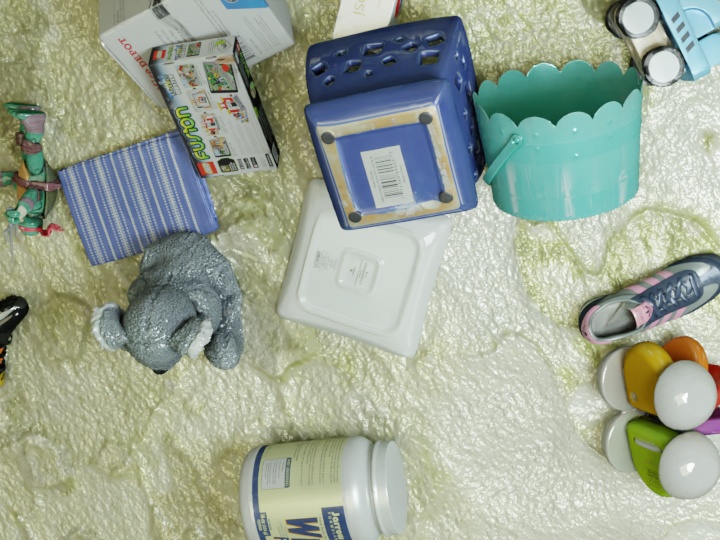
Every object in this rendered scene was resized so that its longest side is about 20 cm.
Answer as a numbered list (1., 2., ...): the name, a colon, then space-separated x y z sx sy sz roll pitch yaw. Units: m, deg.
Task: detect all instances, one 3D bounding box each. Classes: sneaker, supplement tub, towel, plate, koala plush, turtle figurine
1. sneaker: 0.366 0.043 1.539 0.199 0.082 0.070 -27 96 15
2. supplement tub: -0.048 0.296 1.644 0.199 0.145 0.146 -8 101 13
3. towel: -0.299 -0.097 1.674 0.199 0.024 0.145 -15 101 16
4. sneaker: -0.521 0.117 1.746 0.200 0.070 0.090 -38 108 17
5. plate: 0.000 0.000 1.628 0.199 0.032 0.200 17 106 7
6. koala plush: -0.250 0.058 1.595 0.177 0.200 0.185 10 110 9
7. turtle figurine: -0.454 -0.119 1.661 0.149 0.100 0.201 22 109 48

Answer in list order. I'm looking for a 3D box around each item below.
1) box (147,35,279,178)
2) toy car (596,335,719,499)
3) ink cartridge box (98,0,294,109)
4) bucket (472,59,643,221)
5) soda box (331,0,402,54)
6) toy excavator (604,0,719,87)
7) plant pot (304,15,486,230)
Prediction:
1. box: -0.180 -0.201 1.557 0.110 0.035 0.200 -5 140 12
2. toy car: 0.395 0.178 1.541 0.149 0.175 0.201 -12 102 -24
3. ink cartridge box: -0.204 -0.309 1.538 0.199 0.084 0.145 -23 139 15
4. bucket: 0.235 -0.154 1.460 0.206 0.207 0.135 -3 115 12
5. soda box: 0.024 -0.371 1.525 0.068 0.064 0.201 17 104 7
6. toy excavator: 0.417 -0.276 1.459 0.199 0.100 0.195 -29 97 7
7. plant pot: 0.042 -0.164 1.476 0.199 0.180 0.201 -9 124 13
